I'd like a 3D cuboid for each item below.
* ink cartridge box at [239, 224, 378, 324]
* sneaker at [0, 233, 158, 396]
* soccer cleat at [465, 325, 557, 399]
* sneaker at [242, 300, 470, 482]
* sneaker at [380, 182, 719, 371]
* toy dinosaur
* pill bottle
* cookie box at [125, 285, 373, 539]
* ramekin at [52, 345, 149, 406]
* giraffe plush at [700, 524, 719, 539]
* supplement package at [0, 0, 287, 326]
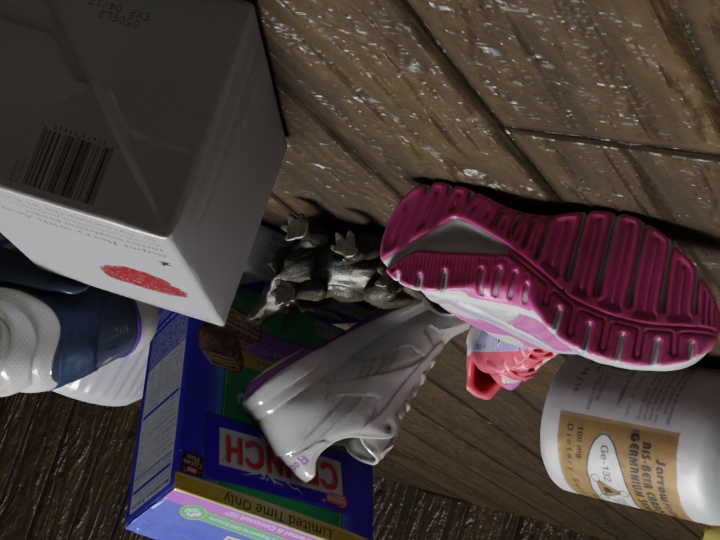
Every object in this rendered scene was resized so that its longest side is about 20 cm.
[{"bbox_3d":[-0.110,-0.004,1.119,0.197,0.044,0.200,24,164,-24],"label":"ink cartridge box"},{"bbox_3d":[-0.238,0.010,0.844,0.200,0.081,0.146,29,-152,31],"label":"sneaker"},{"bbox_3d":[0.116,0.045,0.936,0.066,0.077,0.200,19,168,-7],"label":"soccer cleat"},{"bbox_3d":[0.013,0.084,1.017,0.100,0.199,0.075,60,159,5],"label":"sneaker"},{"bbox_3d":[0.115,0.007,0.794,0.199,0.082,0.088,21,172,28],"label":"sneaker"},{"bbox_3d":[0.000,0.000,0.962,0.199,0.077,0.102,-4,176,21],"label":"toy dinosaur"},{"bbox_3d":[0.246,0.128,1.029,0.199,0.115,0.114,7,164,39],"label":"pill bottle"},{"bbox_3d":[-0.077,0.121,1.043,0.171,0.201,0.075,24,134,-26],"label":"cookie box"},{"bbox_3d":[-0.248,0.036,1.202,0.199,0.105,0.200,26,-173,-4],"label":"ramekin"},{"bbox_3d":[0.472,0.316,1.468,0.172,0.201,0.163,-11,146,-12],"label":"giraffe plush"},{"bbox_3d":[-0.117,-0.060,0.708,0.121,0.120,0.200,16,168,6],"label":"supplement package"}]
